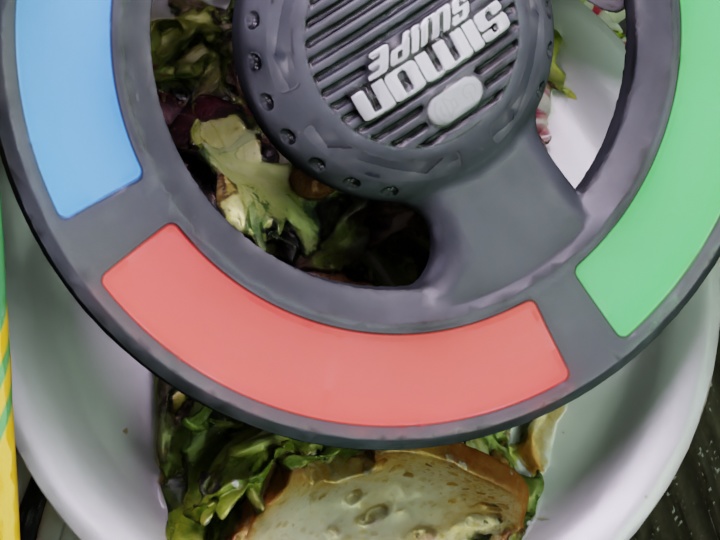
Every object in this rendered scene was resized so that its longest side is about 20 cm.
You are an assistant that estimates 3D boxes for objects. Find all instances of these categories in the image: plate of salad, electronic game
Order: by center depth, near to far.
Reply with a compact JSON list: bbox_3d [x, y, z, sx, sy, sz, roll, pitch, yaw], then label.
[{"bbox_3d":[0.009,-0.057,0.623,0.199,0.042,0.201,-1,95,-16],"label":"electronic game"},{"bbox_3d":[0.000,0.000,0.676,0.199,0.048,0.201,1,79,-7],"label":"plate of salad"}]

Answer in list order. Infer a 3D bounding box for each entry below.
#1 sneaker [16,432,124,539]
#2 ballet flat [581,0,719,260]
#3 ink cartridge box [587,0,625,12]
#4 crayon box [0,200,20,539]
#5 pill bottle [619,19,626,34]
[{"bbox_3d":[-0.099,0.048,0.794,0.200,0.114,0.075,42,71,-80],"label":"sneaker"},{"bbox_3d":[0.083,-0.067,0.868,0.064,0.200,0.076,-34,161,-9],"label":"ballet flat"},{"bbox_3d":[0.070,-0.165,0.746,0.084,0.200,0.146,28,102,-3],"label":"ink cartridge box"},{"bbox_3d":[-0.112,0.039,0.617,0.051,0.126,0.201,-3,95,-13],"label":"crayon box"},{"bbox_3d":[0.142,-0.046,0.986,0.105,0.104,0.200,-58,134,-17],"label":"pill bottle"}]
